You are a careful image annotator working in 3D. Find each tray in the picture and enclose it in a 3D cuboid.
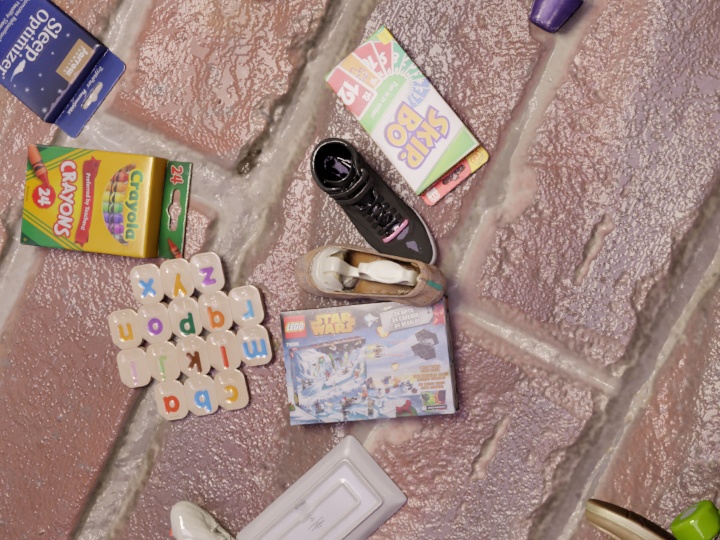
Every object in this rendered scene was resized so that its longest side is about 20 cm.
[{"bbox_3d":[-0.050,0.301,1.458,0.200,0.022,0.107,-43,82,10],"label":"tray"}]

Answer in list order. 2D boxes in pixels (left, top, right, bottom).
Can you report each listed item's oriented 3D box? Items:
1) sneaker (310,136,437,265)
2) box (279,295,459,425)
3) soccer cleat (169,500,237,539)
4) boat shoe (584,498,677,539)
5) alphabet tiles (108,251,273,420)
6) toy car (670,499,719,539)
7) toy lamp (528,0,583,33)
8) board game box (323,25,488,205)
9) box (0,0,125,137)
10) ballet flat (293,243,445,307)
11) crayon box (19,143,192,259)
[{"bbox_3d":[0.008,-0.075,1.397,0.071,0.099,0.200,-41,84,8],"label":"sneaker"},{"bbox_3d":[0.010,0.106,1.431,0.200,0.040,0.137,-5,91,12],"label":"box"},{"bbox_3d":[-0.151,0.353,1.456,0.078,0.069,0.200,-34,92,29],"label":"soccer cleat"},{"bbox_3d":[0.331,0.324,1.348,0.200,0.073,0.063,32,95,9],"label":"boat shoe"},{"bbox_3d":[-0.208,0.081,1.487,0.200,0.015,0.196,-11,94,12],"label":"alphabet tiles"},{"bbox_3d":[0.461,0.273,1.279,0.200,0.158,0.164,-33,84,-33],"label":"toy car"},{"bbox_3d":[0.253,-0.361,1.358,0.058,0.058,0.200,32,98,10],"label":"toy lamp"},{"bbox_3d":[0.054,-0.180,1.422,0.096,0.030,0.200,-40,85,11],"label":"board game box"},{"bbox_3d":[-0.402,-0.272,1.518,0.200,0.032,0.121,39,99,8],"label":"box"},{"bbox_3d":[0.000,0.000,1.395,0.200,0.067,0.068,4,81,27],"label":"ballet flat"},{"bbox_3d":[-0.314,-0.084,1.493,0.200,0.051,0.127,6,92,12],"label":"crayon box"}]
